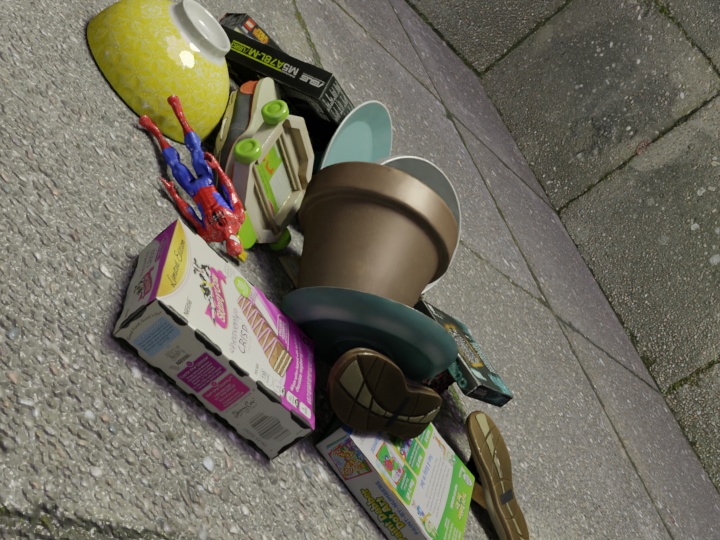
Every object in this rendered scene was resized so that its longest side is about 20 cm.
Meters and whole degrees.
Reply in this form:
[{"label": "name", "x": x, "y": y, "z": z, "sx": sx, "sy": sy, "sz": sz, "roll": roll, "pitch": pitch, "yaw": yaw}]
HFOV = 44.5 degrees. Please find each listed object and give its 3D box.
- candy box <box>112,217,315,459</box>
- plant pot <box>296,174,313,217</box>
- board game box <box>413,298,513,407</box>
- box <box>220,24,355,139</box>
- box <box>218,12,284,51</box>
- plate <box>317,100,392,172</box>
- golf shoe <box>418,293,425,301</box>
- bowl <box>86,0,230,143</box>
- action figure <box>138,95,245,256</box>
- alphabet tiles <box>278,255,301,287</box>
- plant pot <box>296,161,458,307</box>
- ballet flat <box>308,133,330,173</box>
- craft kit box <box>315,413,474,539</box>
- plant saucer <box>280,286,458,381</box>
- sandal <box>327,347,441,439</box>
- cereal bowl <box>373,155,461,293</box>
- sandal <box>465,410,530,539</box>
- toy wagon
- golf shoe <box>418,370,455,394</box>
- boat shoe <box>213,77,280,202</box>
[{"label": "candy box", "x": -0.128, "y": 0.063, "z": 0.831, "sx": 0.200, "sy": 0.061, "sz": 0.137, "roll": 43, "pitch": 22, "yaw": -26}, {"label": "plant pot", "x": -0.077, "y": -0.133, "z": 1.311, "sx": 0.200, "sy": 0.027, "sz": 0.201, "roll": 46, "pitch": 21, "yaw": -23}, {"label": "board game box", "x": 0.139, "y": 0.116, "z": 1.189, "sx": 0.136, "sy": 0.028, "sz": 0.200, "roll": 57, "pitch": 11, "yaw": 23}, {"label": "box", "x": -0.095, "y": -0.250, "z": 1.240, "sx": 0.191, "sy": 0.048, "sz": 0.200, "roll": 30, "pitch": -5, "yaw": 20}, {"label": "box", "x": -0.136, "y": -0.320, "z": 1.386, "sx": 0.200, "sy": 0.040, "sz": 0.137, "roll": 43, "pitch": -4, "yaw": -28}, {"label": "plate", "x": -0.016, "y": -0.144, "z": 1.239, "sx": 0.025, "sy": 0.203, "sz": 0.199, "roll": 25, "pitch": 9, "yaw": 24}, {"label": "golf shoe", "x": 0.060, "y": -0.014, "z": 1.366, "sx": 0.097, "sy": 0.077, "sz": 0.203, "roll": 52, "pitch": 19, "yaw": -62}, {"label": "bowl", "x": -0.225, "y": -0.268, "z": 1.084, "sx": 0.200, "sy": 0.107, "sz": 0.201, "roll": 44, "pitch": 22, "yaw": -22}, {"label": "action figure", "x": -0.181, "y": -0.099, "z": 0.975, "sx": 0.202, "sy": 0.065, "sz": 0.052, "roll": 58, "pitch": -1, "yaw": 16}, {"label": "alphabet tiles", "x": -0.019, "y": 0.049, "z": 1.174, "sx": 0.168, "sy": 0.008, "sz": 0.199, "roll": 58, "pitch": 21, "yaw": 11}, {"label": "plant pot", "x": 0.000, "y": 0.000, "z": 1.041, "sx": 0.200, "sy": 0.199, "sz": 0.176, "roll": 41, "pitch": 54, "yaw": -29}, {"label": "ballet flat", "x": -0.093, "y": -0.167, "z": 1.219, "sx": 0.068, "sy": 0.068, "sz": 0.199, "roll": 45, "pitch": 17, "yaw": 14}, {"label": "craft kit box", "x": 0.048, "y": 0.219, "z": 0.998, "sx": 0.198, "sy": 0.048, "sz": 0.200, "roll": 50, "pitch": 20, "yaw": -3}, {"label": "plant saucer", "x": 0.006, "y": 0.076, "z": 0.937, "sx": 0.199, "sy": 0.198, "sz": 0.028, "roll": 37, "pitch": 58, "yaw": -37}, {"label": "sandal", "x": 0.021, "y": 0.125, "z": 0.928, "sx": 0.055, "sy": 0.082, "sz": 0.199, "roll": 42, "pitch": 9, "yaw": 36}, {"label": "cereal bowl", "x": 0.043, "y": -0.063, "z": 1.251, "sx": 0.200, "sy": 0.201, "sz": 0.083, "roll": 42, "pitch": -12, "yaw": -27}, {"label": "sandal", "x": 0.168, "y": 0.286, "z": 1.155, "sx": 0.080, "sy": 0.053, "sz": 0.203, "roll": 6, "pitch": 65, "yaw": -56}, {"label": "toy wagon", "x": -0.113, "y": -0.097, "z": 1.053, "sx": 0.201, "sy": 0.039, "sz": 0.156, "roll": -61, "pitch": 151, "yaw": -33}, {"label": "golf shoe", "x": 0.079, "y": 0.125, "z": 1.187, "sx": 0.093, "sy": 0.072, "sz": 0.200, "roll": 53, "pitch": 10, "yaw": 13}, {"label": "boat shoe", "x": -0.151, "y": -0.158, "z": 1.105, "sx": 0.071, "sy": 0.062, "sz": 0.203, "roll": 51, "pitch": 40, "yaw": -46}]
